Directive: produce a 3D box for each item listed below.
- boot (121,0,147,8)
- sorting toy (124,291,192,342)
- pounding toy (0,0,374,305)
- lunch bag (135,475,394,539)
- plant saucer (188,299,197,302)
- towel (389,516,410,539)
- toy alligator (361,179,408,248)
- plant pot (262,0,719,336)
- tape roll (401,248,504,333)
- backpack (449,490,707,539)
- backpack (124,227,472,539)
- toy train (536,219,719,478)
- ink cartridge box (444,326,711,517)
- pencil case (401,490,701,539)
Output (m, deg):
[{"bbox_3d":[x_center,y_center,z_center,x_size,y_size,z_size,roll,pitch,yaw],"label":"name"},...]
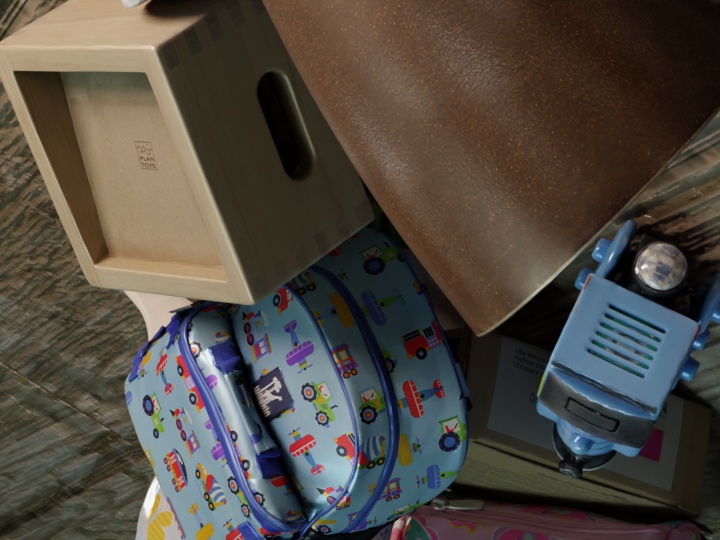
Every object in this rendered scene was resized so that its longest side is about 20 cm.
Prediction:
[{"bbox_3d":[-0.110,-0.197,1.352,0.096,0.073,0.200,61,171,-2],"label":"boot"},{"bbox_3d":[-0.088,0.050,1.862,0.180,0.107,0.200,41,-169,35],"label":"sorting toy"},{"bbox_3d":[-0.088,-0.069,1.506,0.184,0.142,0.201,6,124,49],"label":"pounding toy"},{"bbox_3d":[-0.061,0.175,1.996,0.169,0.200,0.127,12,155,38],"label":"lunch bag"},{"bbox_3d":[-0.128,-0.039,1.724,0.200,0.034,0.200,42,162,17],"label":"plant saucer"},{"bbox_3d":[0.024,0.208,1.882,0.030,0.200,0.147,16,135,5],"label":"towel"},{"bbox_3d":[0.037,-0.034,1.549,0.199,0.054,0.059,12,155,42],"label":"toy alligator"},{"bbox_3d":[0.049,-0.106,1.205,0.200,0.187,0.187,45,160,-1],"label":"plant pot"},{"bbox_3d":[0.000,0.000,1.717,0.202,0.037,0.203,25,160,10],"label":"tape roll"},{"bbox_3d":[0.117,0.237,1.880,0.199,0.191,0.155,22,126,17],"label":"backpack"},{"bbox_3d":[-0.031,0.076,1.558,0.200,0.134,0.183,-36,72,55],"label":"backpack"},{"bbox_3d":[0.148,0.051,1.513,0.086,0.115,0.200,27,161,7],"label":"toy train"},{"bbox_3d":[0.097,0.101,1.685,0.199,0.075,0.165,20,163,-30],"label":"ink cartridge box"},{"bbox_3d":[0.118,0.189,1.697,0.199,0.088,0.087,6,152,27],"label":"pencil case"}]
